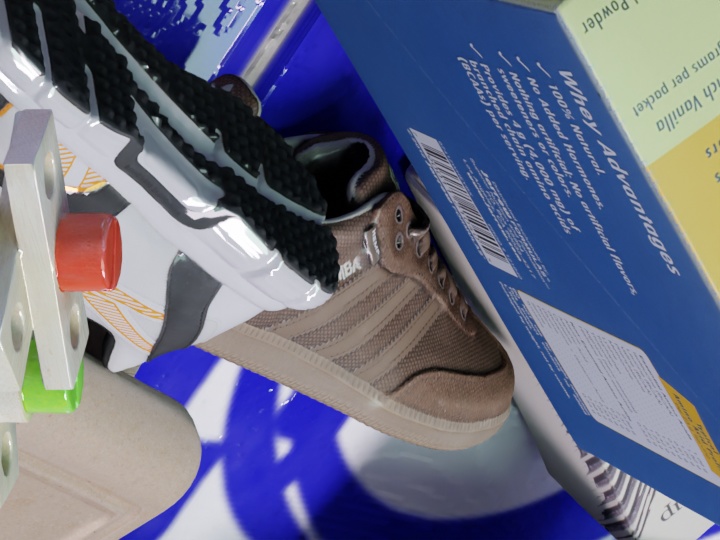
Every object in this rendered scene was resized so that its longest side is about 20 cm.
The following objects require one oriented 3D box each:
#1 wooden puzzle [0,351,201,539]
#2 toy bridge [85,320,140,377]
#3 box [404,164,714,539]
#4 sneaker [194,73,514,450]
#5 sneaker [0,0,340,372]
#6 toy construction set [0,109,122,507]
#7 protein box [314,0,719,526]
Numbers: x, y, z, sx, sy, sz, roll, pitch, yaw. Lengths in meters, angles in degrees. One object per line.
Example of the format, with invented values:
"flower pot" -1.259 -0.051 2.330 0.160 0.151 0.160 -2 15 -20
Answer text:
"wooden puzzle" -0.169 0.072 0.860 0.200 0.037 0.185 -36 145 16
"toy bridge" -0.149 0.025 0.869 0.199 0.027 0.067 6 121 -45
"box" 0.088 0.015 1.049 0.082 0.068 0.200 -40 142 -8
"sneaker" 0.000 0.000 0.951 0.200 0.070 0.076 22 108 -51
"sneaker" -0.089 -0.036 0.801 0.080 0.074 0.200 -28 131 20
"toy construction set" -0.140 0.004 0.710 0.092 0.199 0.132 -41 132 -60
"protein box" 0.109 -0.040 0.850 0.135 0.200 0.199 -36 111 -12
